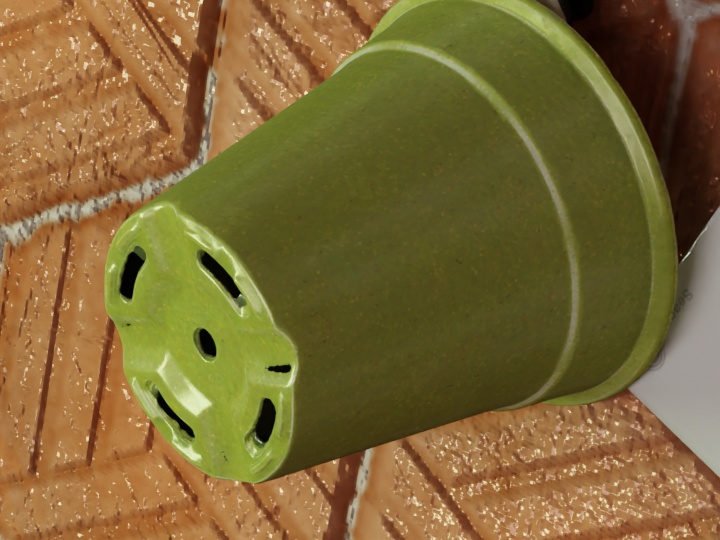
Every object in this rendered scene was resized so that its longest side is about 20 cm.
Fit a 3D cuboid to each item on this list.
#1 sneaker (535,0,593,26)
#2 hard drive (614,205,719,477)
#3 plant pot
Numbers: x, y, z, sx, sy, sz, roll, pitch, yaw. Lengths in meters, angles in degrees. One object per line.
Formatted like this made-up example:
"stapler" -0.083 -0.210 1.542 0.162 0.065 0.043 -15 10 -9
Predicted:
"sneaker" 0.108 -0.189 1.272 0.080 0.074 0.200 39 126 11
"hard drive" 0.211 0.060 1.264 0.200 0.026 0.132 44 121 20
"plant pot" 0.000 0.000 1.271 0.200 0.189 0.201 28 131 38
